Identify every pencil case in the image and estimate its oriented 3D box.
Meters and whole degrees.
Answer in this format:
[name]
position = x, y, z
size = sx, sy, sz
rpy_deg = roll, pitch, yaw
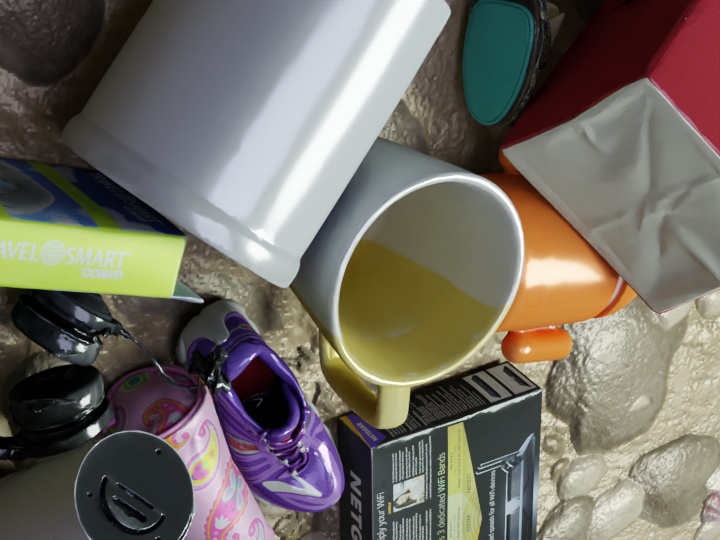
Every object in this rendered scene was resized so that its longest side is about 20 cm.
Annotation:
[pencil case]
position = -0.116, 0.161, 1.350
size = 0.087, 0.087, 0.201
rpy_deg = -33, 129, -16

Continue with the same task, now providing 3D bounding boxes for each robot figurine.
[robot figurine]
position = 0.130, -0.015, 1.409
size = 0.199, 0.145, 0.117
rpy_deg = -6, 157, -32

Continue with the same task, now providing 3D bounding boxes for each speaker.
[speaker]
position = -0.180, 0.155, 1.221
size = 0.081, 0.200, 0.082
rpy_deg = 8, 73, -28

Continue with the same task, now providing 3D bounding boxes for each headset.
[headset]
position = -0.186, 0.063, 1.234
size = 0.198, 0.094, 0.125
rpy_deg = 1, 104, -20

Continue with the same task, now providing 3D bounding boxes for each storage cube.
[storage cube]
position = 0.240, -0.105, 1.329
size = 0.200, 0.171, 0.180
rpy_deg = 46, 58, -13

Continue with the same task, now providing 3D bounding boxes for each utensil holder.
[utensil holder]
position = -0.060, -0.118, 1.188
size = 0.170, 0.170, 0.201
rpy_deg = 33, 91, -41

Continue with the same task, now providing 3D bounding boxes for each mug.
[mug]
position = -0.003, -0.007, 1.294
size = 0.149, 0.153, 0.187
rpy_deg = 25, 98, -41

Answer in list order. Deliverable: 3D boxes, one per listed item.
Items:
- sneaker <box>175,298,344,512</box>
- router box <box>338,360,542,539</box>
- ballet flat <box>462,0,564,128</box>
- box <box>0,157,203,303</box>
[sneaker]
position = -0.064, 0.112, 1.361
size = 0.081, 0.083, 0.200
rpy_deg = -41, 131, -10
[router box]
position = 0.063, 0.187, 1.508
size = 0.156, 0.052, 0.202
rpy_deg = -16, 122, -27
[ballet flat]
position = 0.110, -0.199, 1.336
size = 0.075, 0.068, 0.202
rpy_deg = -29, 126, -39
[box]
position = -0.200, -0.028, 1.166
size = 0.199, 0.122, 0.048
rpy_deg = 6, 109, -37
